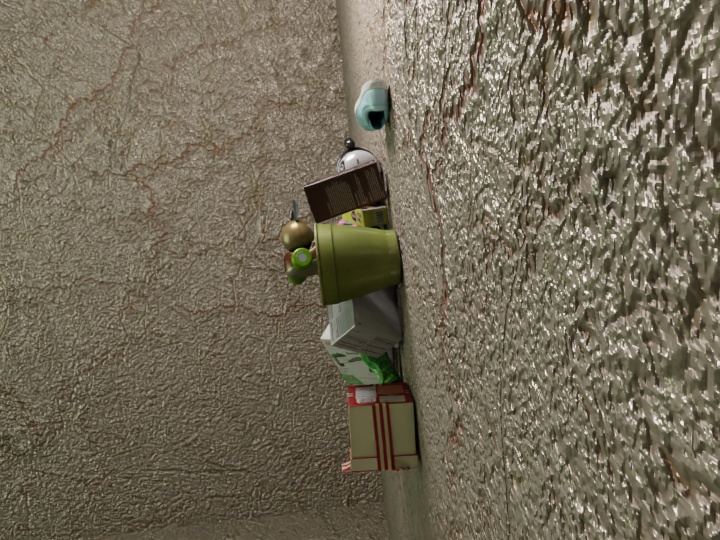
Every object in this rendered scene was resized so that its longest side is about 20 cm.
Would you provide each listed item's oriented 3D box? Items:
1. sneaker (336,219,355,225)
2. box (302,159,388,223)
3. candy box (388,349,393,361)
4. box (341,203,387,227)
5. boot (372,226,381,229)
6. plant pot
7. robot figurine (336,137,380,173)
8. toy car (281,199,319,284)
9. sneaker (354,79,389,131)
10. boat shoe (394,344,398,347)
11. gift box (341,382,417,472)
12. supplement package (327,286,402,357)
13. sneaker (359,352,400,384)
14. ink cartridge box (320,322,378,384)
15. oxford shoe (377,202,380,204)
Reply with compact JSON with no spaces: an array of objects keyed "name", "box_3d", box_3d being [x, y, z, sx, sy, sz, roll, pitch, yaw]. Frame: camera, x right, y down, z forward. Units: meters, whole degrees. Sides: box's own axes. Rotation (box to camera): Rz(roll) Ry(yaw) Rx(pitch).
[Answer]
[{"name":"sneaker","box_3d":[-0.003,-0.138,1.826,0.200,0.079,0.096,-46,-43,-35]},{"name":"box","box_3d":[-0.038,-0.202,1.494,0.075,0.199,0.101,-102,-6,-75]},{"name":"candy box","box_3d":[0.069,0.213,1.888,0.115,0.055,0.202,138,126,-87]},{"name":"box","box_3d":[0.007,-0.162,1.641,0.200,0.075,0.051,-153,54,-66]},{"name":"boot","box_3d":[-0.006,-0.072,1.726,0.076,0.168,0.200,48,178,-2]},{"name":"plant pot","box_3d":[-0.004,-0.021,1.388,0.200,0.191,0.202,174,90,-87]},{"name":"robot figurine","box_3d":[-0.008,-0.281,1.639,0.125,0.150,0.200,-55,13,12]},{"name":"toy car","box_3d":[-0.149,-0.087,1.581,0.164,0.157,0.201,125,128,-69]},{"name":"sneaker","box_3d":[0.025,-0.345,1.313,0.200,0.073,0.083,91,176,-79]},{"name":"boat shoe","box_3d":[0.067,0.146,1.658,0.200,0.061,0.073,-99,4,-56]},{"name":"gift box","box_3d":[0.043,0.394,1.422,0.200,0.183,0.188,-68,-26,-82]},{"name":"supplement package","box_3d":[0.007,0.104,1.535,0.111,0.155,0.201,-42,42,39]},{"name":"sneaker","box_3d":[0.068,0.277,1.631,0.201,0.074,0.084,57,172,-27]},{"name":"ink cartridge box","box_3d":[-0.011,0.247,1.762,0.201,0.145,0.084,61,-137,-28]},{"name":"oxford shoe","box_3d":[0.030,-0.236,1.755,0.073,0.071,0.201,145,113,-68]}]
